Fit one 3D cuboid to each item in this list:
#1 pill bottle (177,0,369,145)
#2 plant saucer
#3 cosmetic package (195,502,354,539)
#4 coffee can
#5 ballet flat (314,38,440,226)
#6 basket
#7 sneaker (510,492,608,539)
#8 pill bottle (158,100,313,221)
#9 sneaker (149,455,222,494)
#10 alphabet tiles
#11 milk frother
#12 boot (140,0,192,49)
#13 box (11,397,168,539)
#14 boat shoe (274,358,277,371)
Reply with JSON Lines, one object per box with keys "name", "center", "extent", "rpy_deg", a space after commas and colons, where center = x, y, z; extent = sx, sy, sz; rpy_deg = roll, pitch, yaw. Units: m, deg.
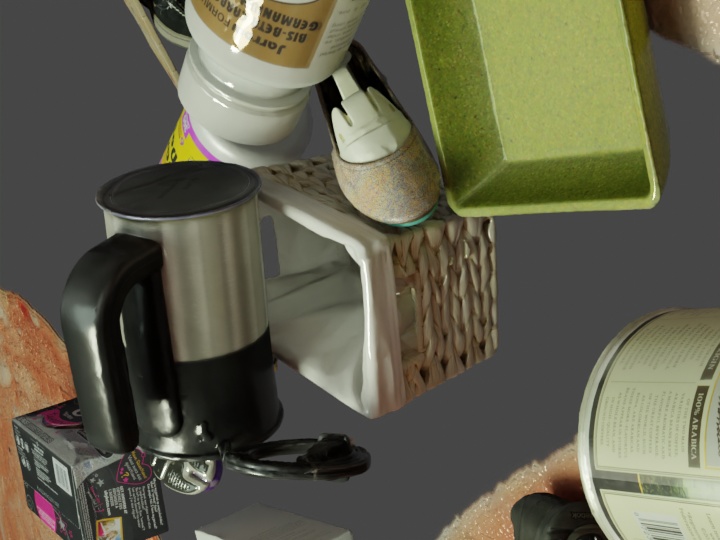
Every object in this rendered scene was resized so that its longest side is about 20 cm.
{"name": "pill bottle", "center": [-0.052, -0.185, 0.897], "extent": [0.115, 0.114, 0.200], "rpy_deg": [55, 138, 28]}
{"name": "plant saucer", "center": [0.109, -0.137, 0.829], "extent": [0.199, 0.048, 0.201], "rpy_deg": [1, 105, 59]}
{"name": "cosmetic package", "center": [-0.075, 0.300, 1.326], "extent": [0.200, 0.081, 0.113], "rpy_deg": [-6, 102, 58]}
{"name": "coffee can", "center": [0.223, 0.086, 0.660], "extent": [0.200, 0.146, 0.147], "rpy_deg": [-7, 99, 60]}
{"name": "ballet flat", "center": [0.000, -0.104, 0.949], "extent": [0.067, 0.068, 0.200], "rpy_deg": [63, 180, -37]}
{"name": "basket", "center": [0.000, 0.000, 1.006], "extent": [0.200, 0.123, 0.136], "rpy_deg": [29, 129, 51]}
{"name": "sneaker", "center": [0.146, 0.248, 0.961], "extent": [0.091, 0.076, 0.201], "rpy_deg": [-162, 66, -66]}
{"name": "pill bottle", "center": [-0.118, -0.086, 1.174], "extent": [0.105, 0.104, 0.200], "rpy_deg": [62, 148, 17]}
{"name": "sneaker", "center": [-0.171, 0.167, 1.410], "extent": [0.081, 0.083, 0.200], "rpy_deg": [-62, 27, 10]}
{"name": "alphabet tiles", "center": [-0.210, -0.247, 1.237], "extent": [0.167, 0.006, 0.200], "rpy_deg": [55, 174, 40]}
{"name": "milk frother", "center": [-0.087, 0.042, 0.943], "extent": [0.199, 0.181, 0.189], "rpy_deg": [2, 115, 14]}
{"name": "boot", "center": [-0.151, -0.283, 1.148], "extent": [0.204, 0.073, 0.154], "rpy_deg": [46, 146, 44]}
{"name": "box", "center": [-0.336, 0.250, 1.697], "extent": [0.200, 0.114, 0.133], "rpy_deg": [18, 119, 53]}
{"name": "boat shoe", "center": [-0.116, 0.078, 1.293], "extent": [0.072, 0.072, 0.201], "rpy_deg": [45, 135, 38]}
